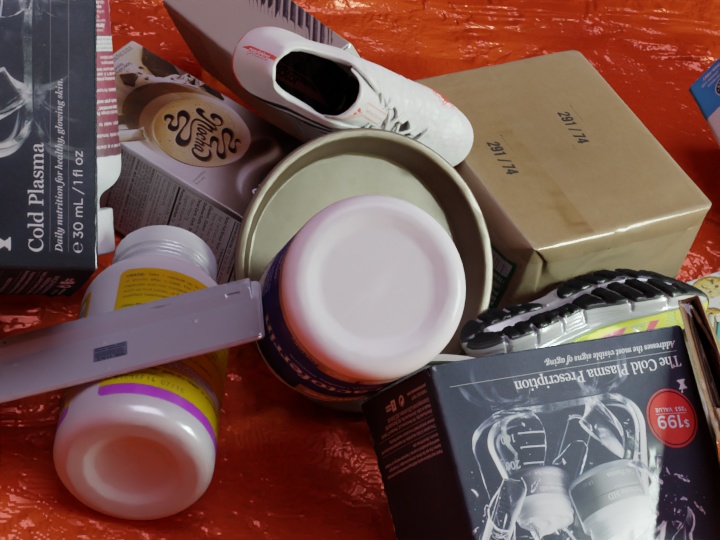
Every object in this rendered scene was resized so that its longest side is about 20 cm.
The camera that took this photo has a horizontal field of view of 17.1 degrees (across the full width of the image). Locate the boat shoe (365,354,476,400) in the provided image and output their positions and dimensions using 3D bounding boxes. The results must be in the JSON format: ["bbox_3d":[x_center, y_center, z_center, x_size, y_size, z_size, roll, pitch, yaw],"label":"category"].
[{"bbox_3d":[0.100,0.113,1.655,0.202,0.072,0.060,16,35,-12],"label":"boat shoe"}]

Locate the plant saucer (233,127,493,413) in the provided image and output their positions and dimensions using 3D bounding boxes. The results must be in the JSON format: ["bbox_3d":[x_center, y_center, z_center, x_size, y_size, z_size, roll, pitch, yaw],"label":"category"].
[{"bbox_3d":[0.000,0.000,1.685,0.200,0.200,0.029,-2,1,-25],"label":"plant saucer"}]

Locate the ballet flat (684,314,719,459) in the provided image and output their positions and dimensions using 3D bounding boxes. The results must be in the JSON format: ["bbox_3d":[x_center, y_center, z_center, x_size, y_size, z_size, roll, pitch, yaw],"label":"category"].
[{"bbox_3d":[0.229,0.102,1.731,0.069,0.070,0.200,16,40,-5],"label":"ballet flat"}]

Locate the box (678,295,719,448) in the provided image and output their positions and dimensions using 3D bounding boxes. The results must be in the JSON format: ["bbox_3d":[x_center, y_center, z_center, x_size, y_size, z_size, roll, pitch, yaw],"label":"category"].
[{"bbox_3d":[0.262,0.131,1.609,0.021,0.200,0.164,-21,55,10],"label":"box"}]

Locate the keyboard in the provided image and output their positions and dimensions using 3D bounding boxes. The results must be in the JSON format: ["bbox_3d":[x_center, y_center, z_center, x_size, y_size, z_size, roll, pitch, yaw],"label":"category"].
[{"bbox_3d":[-0.159,0.048,1.522,0.200,0.011,0.056,-14,44,5],"label":"keyboard"}]

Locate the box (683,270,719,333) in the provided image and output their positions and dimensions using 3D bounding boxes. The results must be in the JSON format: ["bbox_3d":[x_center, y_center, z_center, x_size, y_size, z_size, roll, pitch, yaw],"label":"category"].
[{"bbox_3d":[0.267,0.030,1.841,0.200,0.039,0.041,-16,54,-35],"label":"box"}]

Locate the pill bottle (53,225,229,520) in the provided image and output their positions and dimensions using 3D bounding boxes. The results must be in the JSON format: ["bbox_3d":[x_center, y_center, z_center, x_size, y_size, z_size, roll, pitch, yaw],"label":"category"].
[{"bbox_3d":[-0.140,0.061,1.586,0.104,0.104,0.200,14,41,-8],"label":"pill bottle"}]

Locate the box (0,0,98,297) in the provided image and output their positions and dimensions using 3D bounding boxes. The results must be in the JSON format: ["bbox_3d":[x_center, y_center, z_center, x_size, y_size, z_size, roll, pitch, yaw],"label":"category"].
[{"bbox_3d":[-0.270,-0.089,1.509,0.196,0.124,0.200,0,81,-14],"label":"box"}]

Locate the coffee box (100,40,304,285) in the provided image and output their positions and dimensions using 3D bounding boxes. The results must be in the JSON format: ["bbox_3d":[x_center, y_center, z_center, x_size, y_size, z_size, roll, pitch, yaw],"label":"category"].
[{"bbox_3d":[-0.125,-0.071,1.758,0.200,0.080,0.113,31,40,12],"label":"coffee box"}]

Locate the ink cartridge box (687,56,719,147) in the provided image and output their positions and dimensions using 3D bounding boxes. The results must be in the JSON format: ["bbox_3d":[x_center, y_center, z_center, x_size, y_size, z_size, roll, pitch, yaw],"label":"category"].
[{"bbox_3d":[0.392,-0.106,1.932,0.145,0.147,0.200,25,32,-37],"label":"ink cartridge box"}]

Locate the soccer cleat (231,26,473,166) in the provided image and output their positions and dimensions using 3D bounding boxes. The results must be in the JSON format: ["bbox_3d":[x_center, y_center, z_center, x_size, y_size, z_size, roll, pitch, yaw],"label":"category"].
[{"bbox_3d":[0.001,-0.117,1.705,0.200,0.069,0.085,24,2,-25],"label":"soccer cleat"}]

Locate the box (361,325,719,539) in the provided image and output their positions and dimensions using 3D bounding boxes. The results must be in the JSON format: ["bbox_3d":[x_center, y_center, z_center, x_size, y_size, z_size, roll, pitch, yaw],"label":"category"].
[{"bbox_3d":[0.127,0.146,1.549,0.200,0.104,0.182,-8,78,-29],"label":"box"}]

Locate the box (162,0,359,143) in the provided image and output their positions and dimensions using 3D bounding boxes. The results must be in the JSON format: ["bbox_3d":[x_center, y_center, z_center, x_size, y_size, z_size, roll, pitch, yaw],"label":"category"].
[{"bbox_3d":[-0.067,-0.164,1.830,0.068,0.082,0.200,-40,43,-9],"label":"box"}]

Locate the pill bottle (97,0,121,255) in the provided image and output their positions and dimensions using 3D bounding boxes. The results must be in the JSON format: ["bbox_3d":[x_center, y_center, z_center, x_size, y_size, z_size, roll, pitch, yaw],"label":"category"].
[{"bbox_3d":[-0.223,-0.109,1.659,0.109,0.200,0.110,-4,4,0],"label":"pill bottle"}]

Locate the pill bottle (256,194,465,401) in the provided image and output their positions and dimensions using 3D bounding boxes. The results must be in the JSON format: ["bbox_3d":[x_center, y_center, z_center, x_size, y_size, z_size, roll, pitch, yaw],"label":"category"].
[{"bbox_3d":[-0.008,0.024,1.548,0.116,0.200,0.116,2,80,-10],"label":"pill bottle"}]

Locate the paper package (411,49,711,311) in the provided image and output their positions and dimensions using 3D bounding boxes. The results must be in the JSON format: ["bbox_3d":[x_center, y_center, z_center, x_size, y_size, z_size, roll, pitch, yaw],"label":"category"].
[{"bbox_3d":[0.134,-0.061,1.839,0.190,0.104,0.200,-13,51,-32],"label":"paper package"}]

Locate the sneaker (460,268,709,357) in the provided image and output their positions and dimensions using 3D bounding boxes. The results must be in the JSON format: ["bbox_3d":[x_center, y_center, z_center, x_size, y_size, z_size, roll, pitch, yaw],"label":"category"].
[{"bbox_3d":[0.164,0.058,1.730,0.200,0.090,0.078,-16,19,-21],"label":"sneaker"}]
